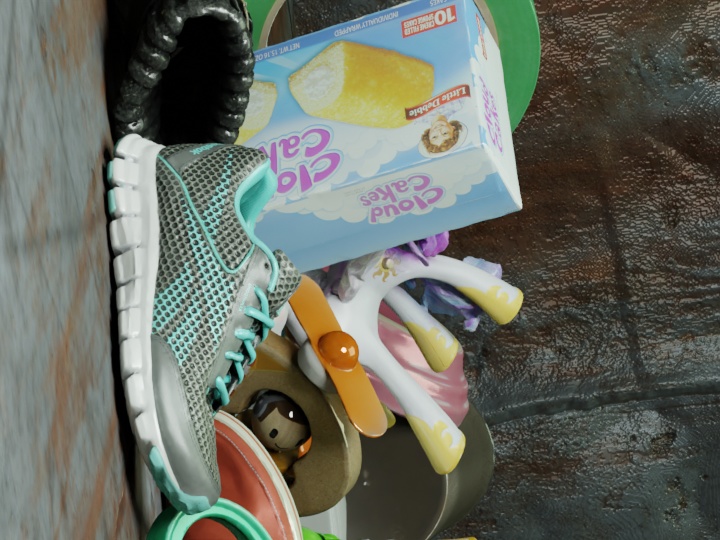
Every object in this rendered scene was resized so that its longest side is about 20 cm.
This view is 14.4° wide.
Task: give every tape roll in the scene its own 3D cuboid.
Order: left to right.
[{"bbox_3d":[0.010,-0.142,1.768,0.048,0.200,0.201,-96,178,-60],"label":"tape roll"}]

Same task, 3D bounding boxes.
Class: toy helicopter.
[{"bbox_3d":[-0.058,0.039,1.526,0.079,0.132,0.200,-36,105,-51],"label":"toy helicopter"}]

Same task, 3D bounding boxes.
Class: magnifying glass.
[{"bbox_3d":[-0.033,0.183,1.431,0.200,0.022,0.080,41,46,-33],"label":"magnifying glass"}]

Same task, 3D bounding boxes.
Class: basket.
[{"bbox_3d":[0.008,0.139,2.002,0.200,0.180,0.136,-71,166,-87],"label":"basket"}]

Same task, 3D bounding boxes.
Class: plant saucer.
[{"bbox_3d":[-0.006,0.035,1.942,0.051,0.200,0.201,-58,-175,9],"label":"plant saucer"}]

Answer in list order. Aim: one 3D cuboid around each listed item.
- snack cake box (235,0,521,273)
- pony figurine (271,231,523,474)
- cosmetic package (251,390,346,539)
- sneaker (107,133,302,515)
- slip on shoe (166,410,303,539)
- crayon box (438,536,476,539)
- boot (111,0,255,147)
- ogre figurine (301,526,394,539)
[{"bbox_3d":[-0.018,-0.068,1.586,0.067,0.200,0.115,56,23,-50],"label":"snack cake box"},{"bbox_3d":[0.000,0.000,1.682,0.166,0.200,0.193,1,-117,54],"label":"pony figurine"},{"bbox_3d":[-0.053,0.138,1.723,0.200,0.090,0.107,-100,-177,-75],"label":"cosmetic package"},{"bbox_3d":[-0.073,0.020,1.398,0.078,0.091,0.200,76,8,-69],"label":"sneaker"},{"bbox_3d":[-0.069,0.164,1.468,0.061,0.074,0.200,17,56,-53],"label":"slip on shoe"},{"bbox_3d":[0.002,0.219,1.720,0.200,0.126,0.052,-56,141,-75],"label":"crayon box"},{"bbox_3d":[-0.097,-0.167,1.497,0.158,0.079,0.211,-92,176,-66],"label":"boot"},{"bbox_3d":[-0.031,0.219,1.541,0.200,0.120,0.098,-94,176,-48],"label":"ogre figurine"}]
